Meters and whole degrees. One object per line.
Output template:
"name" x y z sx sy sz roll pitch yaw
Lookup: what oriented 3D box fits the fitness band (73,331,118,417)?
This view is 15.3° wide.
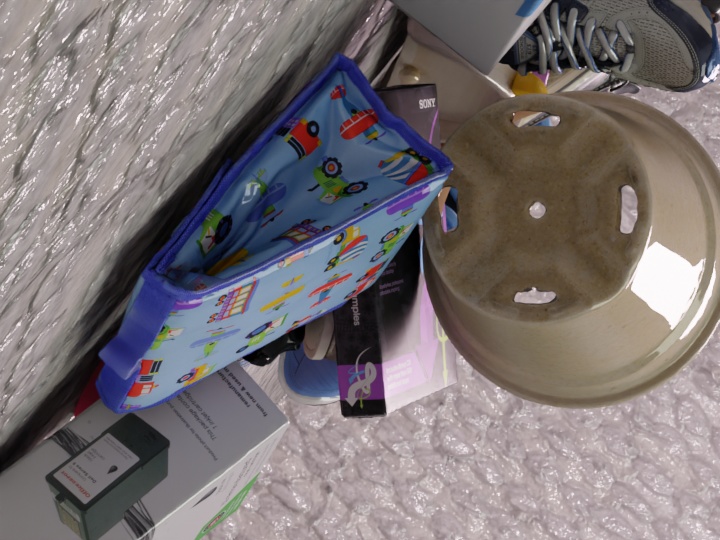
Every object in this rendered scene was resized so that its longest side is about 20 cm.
"fitness band" -0.112 0.032 1.651 0.144 0.037 0.200 -49 175 -40

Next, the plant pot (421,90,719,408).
"plant pot" 0.117 -0.023 1.592 0.201 0.200 0.183 -52 166 3

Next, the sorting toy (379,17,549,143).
"sorting toy" 0.094 -0.190 1.803 0.200 0.107 0.181 116 -6 -76

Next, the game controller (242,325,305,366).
"game controller" -0.045 -0.013 1.748 0.200 0.042 0.105 -92 -157 -68

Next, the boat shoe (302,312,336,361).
"boat shoe" 0.000 0.000 1.780 0.200 0.059 0.072 -85 -163 -60

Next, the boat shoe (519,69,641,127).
"boat shoe" 0.169 -0.146 1.899 0.200 0.062 0.075 -34 -148 -10

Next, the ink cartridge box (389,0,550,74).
"ink cartridge box" 0.116 -0.229 1.525 0.200 0.084 0.145 -50 177 -32

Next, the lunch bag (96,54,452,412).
"lunch bag" -0.065 0.000 1.472 0.200 0.094 0.151 -41 172 -31

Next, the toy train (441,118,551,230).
"toy train" 0.050 -0.085 1.941 0.200 0.114 0.087 -50 -172 -16

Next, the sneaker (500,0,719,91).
"sneaker" 0.123 -0.145 1.614 0.085 0.200 0.077 -36 137 -35

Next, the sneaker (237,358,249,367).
"sneaker" -0.068 0.020 1.956 0.085 0.077 0.200 -46 172 35

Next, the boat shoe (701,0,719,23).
"boat shoe" 0.178 -0.193 1.836 0.200 0.074 0.060 2 -118 42

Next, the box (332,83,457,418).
"box" 0.019 -0.017 1.696 0.143 0.036 0.201 -18 103 -68

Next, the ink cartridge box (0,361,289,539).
"ink cartridge box" -0.153 0.142 1.564 0.200 0.084 0.146 -37 169 -29

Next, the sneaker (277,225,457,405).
"sneaker" 0.025 0.023 1.850 0.200 0.076 0.077 -36 174 2
